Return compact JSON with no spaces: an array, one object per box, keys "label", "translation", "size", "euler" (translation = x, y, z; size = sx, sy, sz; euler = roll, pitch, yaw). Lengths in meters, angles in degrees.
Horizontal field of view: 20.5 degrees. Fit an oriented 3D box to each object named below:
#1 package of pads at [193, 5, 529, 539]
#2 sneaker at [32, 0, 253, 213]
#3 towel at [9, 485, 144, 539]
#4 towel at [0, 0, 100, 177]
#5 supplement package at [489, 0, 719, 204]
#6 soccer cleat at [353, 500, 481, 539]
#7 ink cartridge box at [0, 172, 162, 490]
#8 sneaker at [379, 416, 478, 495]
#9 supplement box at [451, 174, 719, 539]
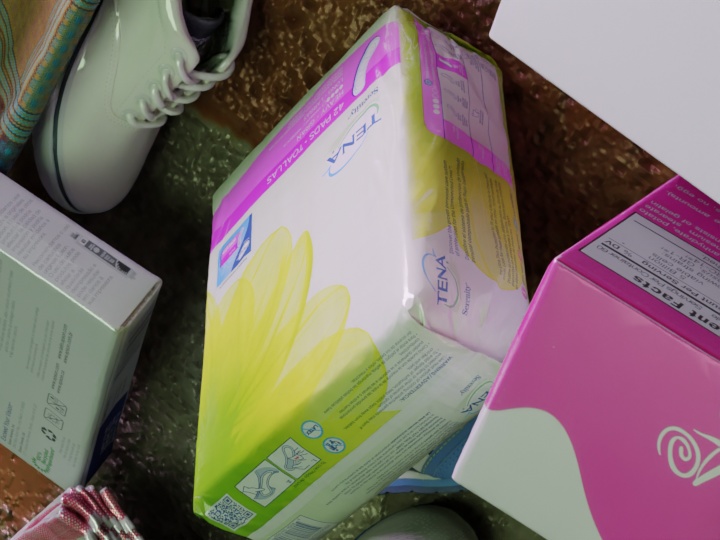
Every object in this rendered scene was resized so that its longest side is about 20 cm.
[{"label":"package of pads","translation":[0.000,0.000,0.839],"size":[0.068,0.200,0.154],"euler":[28,128,-27]},{"label":"sneaker","translation":[-0.096,-0.104,0.925],"size":[0.071,0.073,0.200],"euler":[42,123,33]},{"label":"towel","translation":[-0.118,0.213,1.048],"size":[0.200,0.030,0.146],"euler":[57,147,4]},{"label":"towel","translation":[-0.143,-0.158,0.922],"size":[0.200,0.022,0.147],"euler":[-55,35,32]},{"label":"supplement package","translation":[0.171,-0.105,0.712],"size":[0.200,0.111,0.156],"euler":[41,124,34]},{"label":"soccer cleat","translation":[-0.021,0.181,0.971],"size":[0.070,0.086,0.200],"euler":[49,124,9]},{"label":"ink cartridge box","translation":[-0.201,0.008,0.984],"size":[0.200,0.041,0.200],"euler":[33,149,4]},{"label":"sneaker","translation":[0.031,0.055,0.907],"size":[0.200,0.074,0.082],"euler":[-9,99,32]},{"label":"supplement box","translation":[0.134,0.032,0.757],"size":[0.103,0.200,0.101],"euler":[33,121,19]}]
